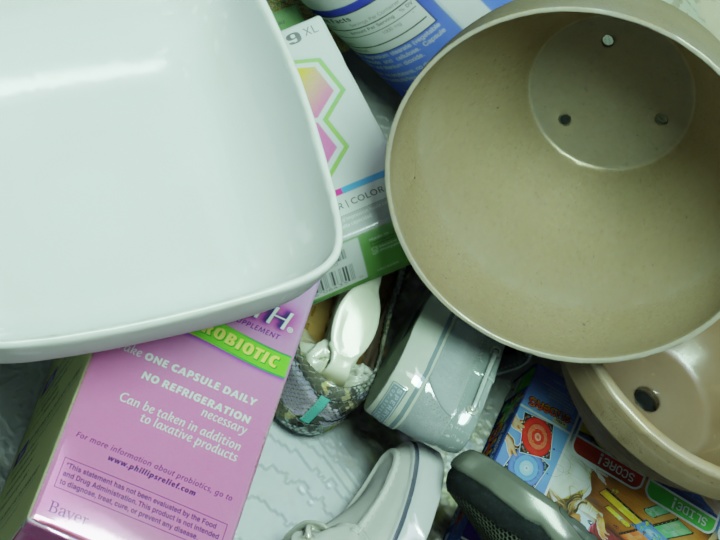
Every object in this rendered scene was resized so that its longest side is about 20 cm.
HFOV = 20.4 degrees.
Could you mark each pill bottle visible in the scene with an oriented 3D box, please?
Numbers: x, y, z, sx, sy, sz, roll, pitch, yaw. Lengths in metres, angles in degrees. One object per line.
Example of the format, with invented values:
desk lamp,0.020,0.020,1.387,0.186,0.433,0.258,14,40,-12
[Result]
pill bottle,0.024,-0.181,1.193,0.200,0.112,0.112,41,55,-32

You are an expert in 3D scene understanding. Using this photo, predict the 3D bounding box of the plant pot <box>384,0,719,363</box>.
plant pot,0.125,-0.069,1.066,0.200,0.200,0.134,36,31,-5

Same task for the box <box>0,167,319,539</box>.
box,-0.112,0.082,1.021,0.097,0.176,0.200,23,60,-12

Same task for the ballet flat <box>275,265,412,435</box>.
ballet flat,0.000,0.000,1.168,0.072,0.072,0.200,23,60,-12

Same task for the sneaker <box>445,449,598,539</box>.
sneaker,0.097,0.196,1.091,0.114,0.076,0.199,-42,102,-8

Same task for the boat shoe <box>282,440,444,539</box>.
boat shoe,-0.020,0.169,1.087,0.066,0.072,0.200,35,67,-11

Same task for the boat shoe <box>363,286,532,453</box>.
boat shoe,0.066,0.036,1.161,0.071,0.070,0.201,35,40,-2

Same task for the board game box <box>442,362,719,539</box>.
board game box,0.158,0.162,1.181,0.200,0.034,0.135,32,59,-6

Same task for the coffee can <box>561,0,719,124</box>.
coffee can,0.194,-0.115,1.224,0.146,0.200,0.146,9,65,-19

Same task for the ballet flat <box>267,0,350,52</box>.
ballet flat,-0.075,-0.210,1.231,0.200,0.071,0.071,38,59,-4

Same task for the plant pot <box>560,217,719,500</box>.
plant pot,0.190,0.058,1.173,0.201,0.093,0.201,15,52,-19

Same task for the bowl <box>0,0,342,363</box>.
bowl,-0.125,-0.050,0.935,0.200,0.075,0.200,-12,68,-19

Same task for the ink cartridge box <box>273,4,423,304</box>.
ink cartridge box,-0.049,-0.079,1.144,0.104,0.059,0.200,-23,62,-6
